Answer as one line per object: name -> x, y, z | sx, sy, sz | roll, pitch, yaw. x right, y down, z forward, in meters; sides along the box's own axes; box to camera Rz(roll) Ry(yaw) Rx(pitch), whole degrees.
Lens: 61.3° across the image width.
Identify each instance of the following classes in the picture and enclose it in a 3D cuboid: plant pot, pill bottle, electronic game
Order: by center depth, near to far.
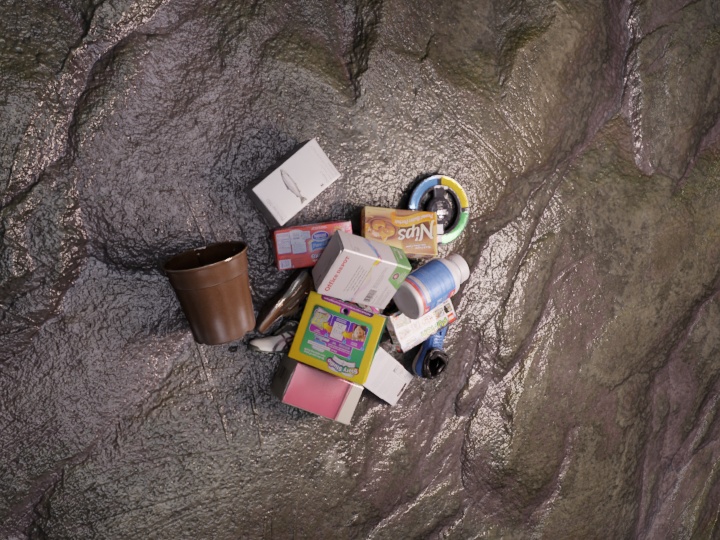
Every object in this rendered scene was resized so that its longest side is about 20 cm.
plant pot -> -0.340, 0.056, 1.434 | 0.199, 0.200, 0.200 | -18, 110, -19
pill bottle -> 0.188, 0.034, 1.587 | 0.199, 0.112, 0.113 | -31, 106, -27
electronic game -> 0.218, -0.168, 1.703 | 0.198, 0.042, 0.202 | -3, 97, -22

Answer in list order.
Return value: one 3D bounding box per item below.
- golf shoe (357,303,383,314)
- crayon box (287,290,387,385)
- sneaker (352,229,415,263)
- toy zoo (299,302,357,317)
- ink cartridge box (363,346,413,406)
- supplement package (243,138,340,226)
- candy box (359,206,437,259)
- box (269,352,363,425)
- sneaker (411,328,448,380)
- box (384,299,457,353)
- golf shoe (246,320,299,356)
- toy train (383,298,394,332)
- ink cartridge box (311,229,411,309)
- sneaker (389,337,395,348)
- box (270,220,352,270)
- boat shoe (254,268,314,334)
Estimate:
golf shoe -> 0.007, 0.065, 1.630 | 0.091, 0.073, 0.202 | -10, 88, -14
crayon box -> -0.055, 0.163, 1.490 | 0.199, 0.058, 0.174 | 20, 92, 9
sneaker -> 0.060, -0.094, 1.635 | 0.198, 0.076, 0.115 | 13, 69, -7
toy zoo -> -0.052, 0.142, 1.639 | 0.131, 0.020, 0.200 | -47, 110, -11
ink cartridge box -> 0.058, 0.286, 1.673 | 0.109, 0.050, 0.200 | -54, 135, -9
supplement package -> -0.170, -0.217, 1.502 | 0.200, 0.117, 0.117 | -43, 109, -12
candy box -> 0.099, -0.097, 1.576 | 0.198, 0.055, 0.117 | 4, 78, -15
box -> -0.115, 0.304, 1.574 | 0.199, 0.128, 0.110 | 25, 86, -23
sneaker -> 0.215, 0.210, 1.704 | 0.076, 0.111, 0.201 | 24, 87, -22
box -> 0.164, 0.128, 1.642 | 0.199, 0.035, 0.111 | -27, 102, -27
golf shoe -> -0.195, 0.170, 1.558 | 0.198, 0.077, 0.089 | -2, 94, -24
toy train -> 0.072, 0.077, 1.677 | 0.046, 0.034, 0.202 | 7, 92, -34
ink cartridge box -> 0.000, 0.000, 1.492 | 0.199, 0.084, 0.145 | 15, 124, -29
sneaker -> 0.121, 0.106, 1.682 | 0.112, 0.073, 0.200 | 47, 70, -18
box -> -0.122, -0.067, 1.539 | 0.198, 0.095, 0.101 | -9, 99, -13
boat shoe -> -0.188, 0.088, 1.553 | 0.072, 0.076, 0.200 | 45, 81, -22
